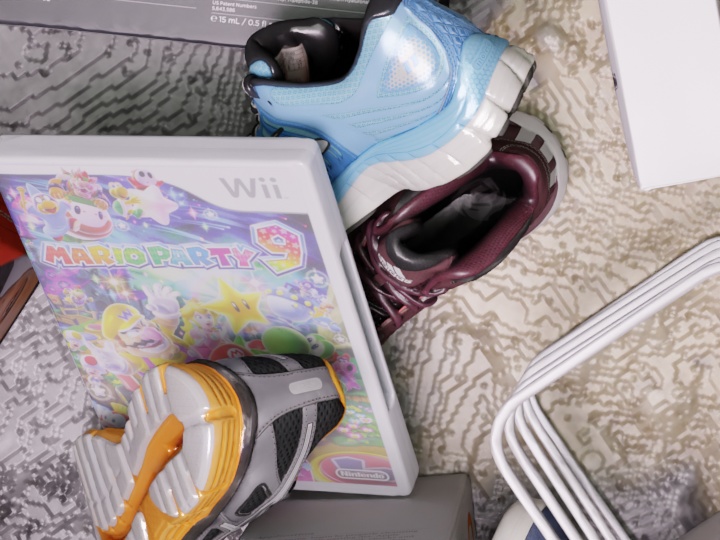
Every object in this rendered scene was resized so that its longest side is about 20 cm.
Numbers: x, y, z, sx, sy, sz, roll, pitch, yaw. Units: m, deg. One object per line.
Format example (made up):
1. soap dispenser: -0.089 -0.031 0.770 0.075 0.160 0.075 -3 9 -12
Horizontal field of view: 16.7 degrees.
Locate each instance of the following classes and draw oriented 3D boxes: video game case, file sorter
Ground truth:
1. video game case: -0.063 0.022 1.046 0.143 0.018 0.200 2 135 20
2. file sorter: 0.141 0.068 1.018 0.139 0.200 0.125 -34 89 9

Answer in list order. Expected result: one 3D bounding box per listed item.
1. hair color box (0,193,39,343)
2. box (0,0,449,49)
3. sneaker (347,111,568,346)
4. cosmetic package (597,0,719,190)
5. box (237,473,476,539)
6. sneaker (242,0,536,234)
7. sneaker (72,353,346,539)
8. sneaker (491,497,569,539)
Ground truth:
1. hair color box: -0.192 0.017 1.039 0.061 0.200 0.102 34 100 0
2. box: -0.057 -0.170 1.064 0.199 0.079 0.142 7 102 5
3. sneaker: 0.000 0.000 1.061 0.200 0.116 0.076 -38 92 9
4. cosmetic package: 0.123 -0.139 1.049 0.050 0.083 0.201 -11 96 6
5. box: -0.001 0.170 1.041 0.097 0.200 0.125 -4 97 7
6. sneaker: -0.018 -0.069 1.022 0.090 0.078 0.200 42 139 -18
7. sneaker: -0.068 0.088 1.051 0.077 0.200 0.078 -15 78 -27
8. sneaker: 0.105 0.183 1.063 0.084 0.075 0.200 9 132 29
